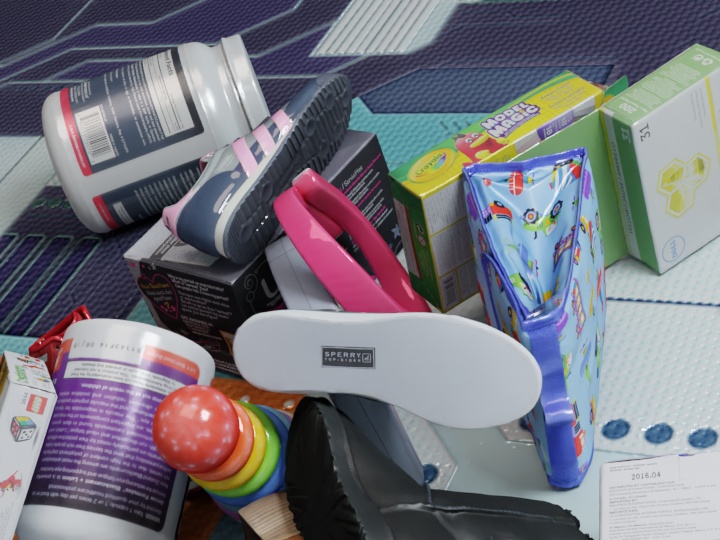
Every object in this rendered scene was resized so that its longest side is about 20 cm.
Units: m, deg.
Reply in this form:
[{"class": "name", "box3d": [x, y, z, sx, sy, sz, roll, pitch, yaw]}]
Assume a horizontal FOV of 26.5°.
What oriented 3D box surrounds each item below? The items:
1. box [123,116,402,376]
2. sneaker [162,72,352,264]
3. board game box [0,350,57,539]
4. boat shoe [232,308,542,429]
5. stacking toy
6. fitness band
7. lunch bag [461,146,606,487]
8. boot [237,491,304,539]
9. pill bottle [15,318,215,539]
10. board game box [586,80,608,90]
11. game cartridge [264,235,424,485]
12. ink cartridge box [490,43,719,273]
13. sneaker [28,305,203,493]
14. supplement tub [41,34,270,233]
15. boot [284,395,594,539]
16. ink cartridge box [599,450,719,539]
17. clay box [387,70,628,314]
[{"class": "box", "box3d": [-0.075, -0.023, 1.262, 0.132, 0.115, 0.200, 13, 46, 38]}, {"class": "sneaker", "box3d": [-0.080, -0.092, 1.194, 0.082, 0.070, 0.200, 15, 48, 28]}, {"class": "board game box", "box3d": [-0.254, 0.162, 1.033, 0.034, 0.201, 0.126, 17, 1, -16]}, {"class": "boat shoe", "box3d": [0.019, 0.054, 0.970, 0.199, 0.069, 0.057, 8, 7, 13]}, {"class": "stacking toy", "box3d": [-0.085, 0.119, 1.003, 0.085, 0.200, 0.086, -3, 76, 12]}, {"class": "fitness band", "box3d": [0.000, 0.000, 1.132, 0.037, 0.200, 0.144, -36, 70, 9]}, {"class": "lunch bag", "box3d": [0.130, 0.037, 1.045, 0.093, 0.151, 0.201, -9, 37, 6]}, {"class": "boot", "box3d": [-0.077, 0.233, 0.941, 0.199, 0.077, 0.155, -25, 38, -20]}, {"class": "pill bottle", "box3d": [-0.173, 0.144, 1.049, 0.111, 0.111, 0.201, 0, 66, 27]}, {"class": "board game box", "box3d": [0.180, -0.081, 1.284, 0.200, 0.035, 0.135, -39, 39, -24]}, {"class": "game cartridge", "box3d": [-0.016, 0.060, 1.107, 0.041, 0.133, 0.200, -31, 36, 2]}, {"class": "ink cartridge box", "box3d": [0.202, -0.060, 1.147, 0.199, 0.146, 0.048, -33, 39, -17]}, {"class": "sneaker", "box3d": [-0.185, 0.096, 1.157, 0.199, 0.116, 0.078, 10, 44, 36]}, {"class": "supplement tub", "box3d": [-0.186, -0.130, 1.438, 0.199, 0.141, 0.141, -20, 35, 0]}, {"class": "boot", "box3d": [0.050, 0.152, 0.948, 0.162, 0.074, 0.198, 8, 23, -23]}, {"class": "ink cartridge box", "box3d": [0.211, 0.176, 0.889, 0.136, 0.077, 0.201, -8, 38, 16]}, {"class": "clay box", "box3d": [0.120, -0.066, 1.157, 0.199, 0.115, 0.048, -31, 42, -21]}]
